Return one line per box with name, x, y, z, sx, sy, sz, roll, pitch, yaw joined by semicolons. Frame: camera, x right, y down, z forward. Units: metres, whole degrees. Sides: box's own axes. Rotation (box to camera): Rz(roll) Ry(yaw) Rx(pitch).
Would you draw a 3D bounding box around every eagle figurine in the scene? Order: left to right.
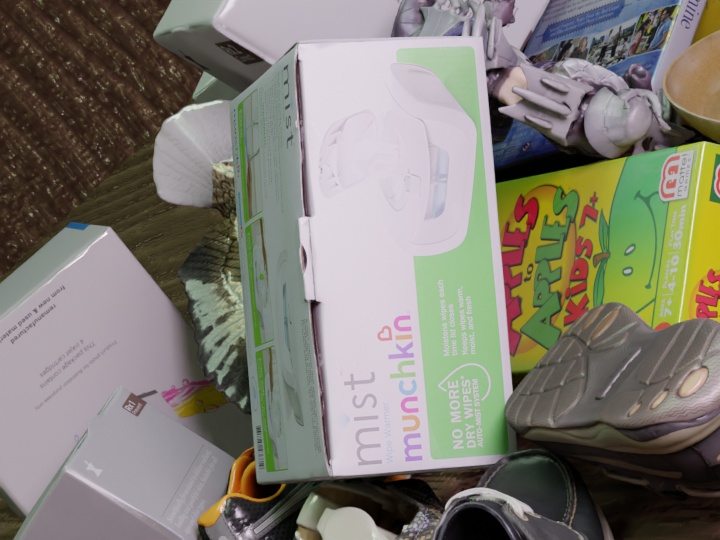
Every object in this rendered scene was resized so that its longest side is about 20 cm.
eagle figurine;-0.027;-0.014;1.443;0.151;0.152;0.200;-12;16;-6

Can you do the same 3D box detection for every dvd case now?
dvd case;0.139;-0.142;1.418;0.143;0.018;0.200;-14;49;55

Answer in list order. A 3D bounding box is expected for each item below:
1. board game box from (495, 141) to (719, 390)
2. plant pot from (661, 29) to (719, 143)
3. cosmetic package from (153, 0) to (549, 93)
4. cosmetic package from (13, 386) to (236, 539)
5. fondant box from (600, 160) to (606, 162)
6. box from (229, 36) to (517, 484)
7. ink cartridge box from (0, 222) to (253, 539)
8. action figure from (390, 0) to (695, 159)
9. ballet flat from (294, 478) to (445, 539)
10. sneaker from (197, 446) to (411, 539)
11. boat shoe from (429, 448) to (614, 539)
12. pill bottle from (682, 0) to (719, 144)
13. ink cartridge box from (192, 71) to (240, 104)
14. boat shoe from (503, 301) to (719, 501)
board game box;0.120;0.003;1.251;0.200;0.048;0.102;-9;71;63
plant pot;0.242;-0.092;1.231;0.200;0.028;0.200;-11;20;4
cosmetic package;0.010;-0.179;1.499;0.200;0.165;0.165;-62;15;-5
cosmetic package;-0.155;0.173;1.411;0.200;0.090;0.107;-54;4;27
fondant box;0.066;-0.014;1.549;0.144;0.058;0.200;-30;22;43
box;0.000;0.000;1.262;0.096;0.201;0.176;-3;-6;-14
ink cartridge box;-0.149;0.093;1.542;0.145;0.200;0.147;-41;11;-11
action figure;0.087;-0.093;1.295;0.200;0.130;0.069;23;83;58
ballet flat;0.007;0.126;1.231;0.072;0.072;0.200;-42;12;-8
sneaker;-0.029;0.113;1.395;0.078;0.077;0.200;-37;11;23
boat shoe;0.062;0.118;1.080;0.072;0.068;0.200;-13;19;16
pill bottle;0.204;-0.134;1.468;0.114;0.114;0.200;-46;12;-26
ink cartridge box;-0.015;-0.087;1.775;0.085;0.200;0.145;-38;12;13
boat shoe;0.121;0.065;1.108;0.075;0.073;0.200;-47;13;-8
